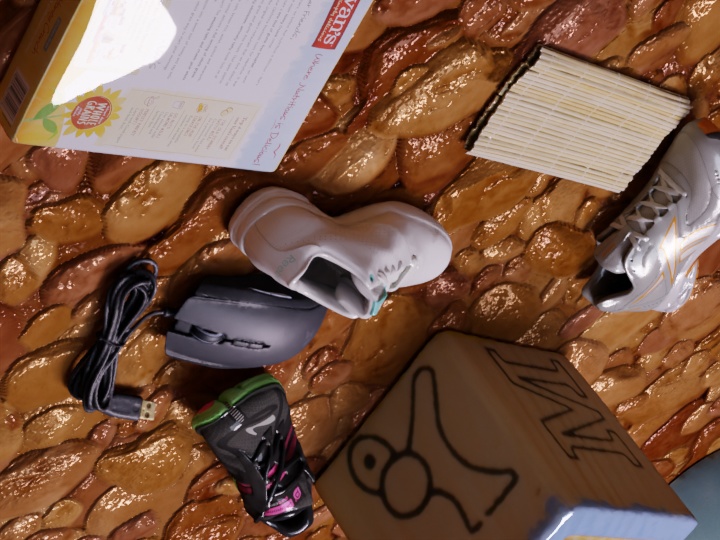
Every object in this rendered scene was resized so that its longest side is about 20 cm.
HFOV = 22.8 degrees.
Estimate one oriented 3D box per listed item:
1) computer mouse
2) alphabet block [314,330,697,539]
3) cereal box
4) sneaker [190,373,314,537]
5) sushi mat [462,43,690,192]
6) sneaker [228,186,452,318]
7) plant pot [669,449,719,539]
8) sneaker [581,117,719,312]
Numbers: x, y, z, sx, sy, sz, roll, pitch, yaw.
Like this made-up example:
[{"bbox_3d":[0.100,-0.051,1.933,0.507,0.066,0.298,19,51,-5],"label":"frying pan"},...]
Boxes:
[{"bbox_3d":[-0.108,0.061,1.263,0.199,0.046,0.141,4,127,-44],"label":"computer mouse"},{"bbox_3d":[0.118,0.194,1.479,0.196,0.200,0.196,16,121,-49],"label":"alphabet block"},{"bbox_3d":[-0.101,-0.131,1.053,0.199,0.040,0.144,4,129,-44],"label":"cereal box"},{"bbox_3d":[-0.069,0.143,1.349,0.077,0.084,0.200,-34,150,-5],"label":"sneaker"},{"bbox_3d":[0.165,-0.109,1.333,0.199,0.012,0.096,10,125,-47],"label":"sushi mat"},{"bbox_3d":[0.000,0.000,1.250,0.199,0.089,0.075,5,126,-45],"label":"sneaker"},{"bbox_3d":[0.406,0.300,1.910,0.199,0.135,0.201,-23,144,-18],"label":"plant pot"},{"bbox_3d":[0.238,-0.034,1.435,0.091,0.076,0.201,-11,137,-25],"label":"sneaker"}]
